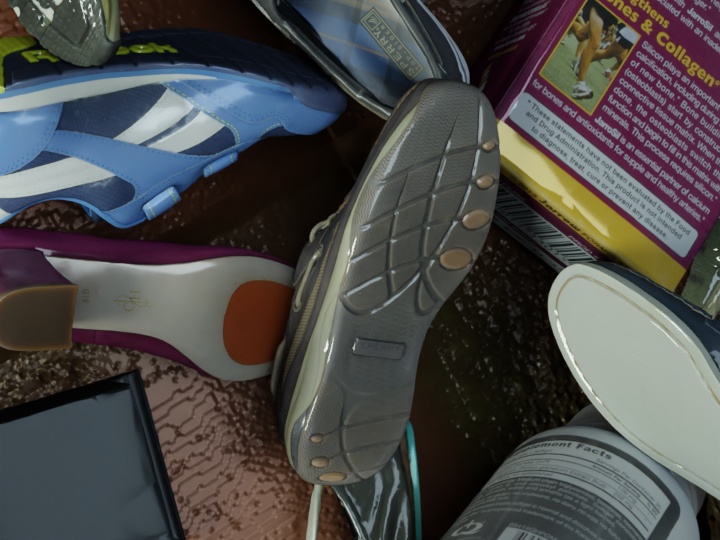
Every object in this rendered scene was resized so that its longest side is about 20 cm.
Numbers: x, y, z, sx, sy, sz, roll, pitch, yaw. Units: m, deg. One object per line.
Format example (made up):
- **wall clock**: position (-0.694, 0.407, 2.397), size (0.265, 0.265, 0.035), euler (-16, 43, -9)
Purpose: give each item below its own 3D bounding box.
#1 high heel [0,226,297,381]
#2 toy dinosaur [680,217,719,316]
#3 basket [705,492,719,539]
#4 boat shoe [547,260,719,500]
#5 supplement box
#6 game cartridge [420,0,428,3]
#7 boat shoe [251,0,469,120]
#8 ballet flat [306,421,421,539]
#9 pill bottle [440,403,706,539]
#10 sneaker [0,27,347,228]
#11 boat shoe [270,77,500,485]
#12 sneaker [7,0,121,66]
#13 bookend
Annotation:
- **high heel**: position (-0.109, 0.006, 0.753), size (0.199, 0.096, 0.068), euler (8, 104, -39)
- **toy dinosaur**: position (0.219, -0.009, 0.851), size (0.087, 0.047, 0.202), euler (21, 83, -1)
- **basket**: position (0.286, 0.189, 0.795), size (0.148, 0.143, 0.202), euler (-20, 112, -16)
- **boat shoe**: position (0.176, 0.061, 0.722), size (0.200, 0.075, 0.062), euler (38, 46, 20)
- **supplement box**: position (0.140, -0.103, 0.796), size (0.131, 0.103, 0.201), euler (37, 80, -13)
- **game cartridge**: position (0.057, -0.218, 0.750), size (0.199, 0.038, 0.130), euler (-24, 102, 25)
- **boat shoe**: position (-0.025, -0.143, 0.745), size (0.070, 0.066, 0.200), euler (-40, 92, 13)
- **ballet flat**: position (0.008, 0.173, 0.775), size (0.068, 0.068, 0.202), euler (-10, 82, -8)
- **pill bottle**: position (0.097, 0.144, 0.738), size (0.111, 0.110, 0.200), euler (60, 40, -8)
- **sneaker**: position (-0.101, -0.068, 0.737), size (0.198, 0.074, 0.083), euler (-6, 115, -26)
- **boat shoe**: position (0.000, 0.000, 0.727), size (0.074, 0.073, 0.202), euler (14, 104, -37)
- **sneaker**: position (-0.120, -0.184, 0.709), size (0.088, 0.077, 0.202), euler (0, 64, -33)
- **bookend**: position (-0.161, 0.113, 0.647), size (0.198, 0.199, 0.093), euler (-16, 92, -18)
